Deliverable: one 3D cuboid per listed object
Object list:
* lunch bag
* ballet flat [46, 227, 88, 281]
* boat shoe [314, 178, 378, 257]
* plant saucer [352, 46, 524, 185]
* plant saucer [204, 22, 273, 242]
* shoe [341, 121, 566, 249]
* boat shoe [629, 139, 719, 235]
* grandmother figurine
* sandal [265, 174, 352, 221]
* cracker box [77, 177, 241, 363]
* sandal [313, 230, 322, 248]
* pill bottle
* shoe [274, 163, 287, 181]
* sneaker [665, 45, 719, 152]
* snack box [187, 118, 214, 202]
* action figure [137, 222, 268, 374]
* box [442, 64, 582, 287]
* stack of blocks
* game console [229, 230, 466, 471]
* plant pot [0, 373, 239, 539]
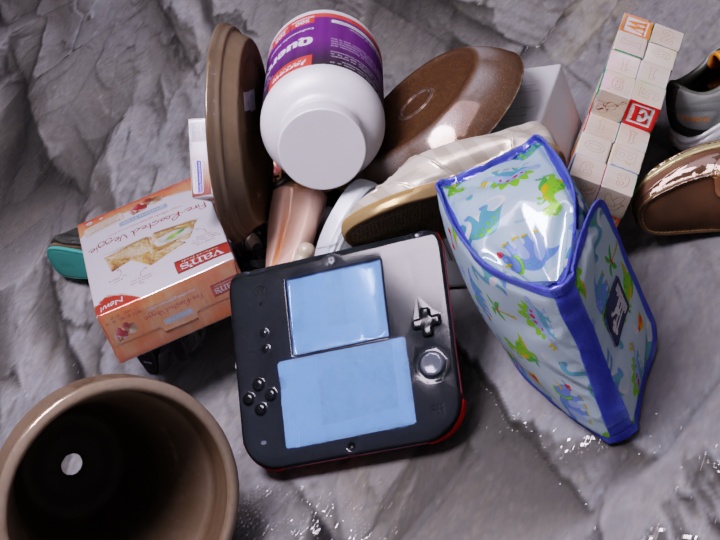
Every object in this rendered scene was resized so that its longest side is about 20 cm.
[{"bbox_3d":[0.155,0.018,1.222,0.127,0.171,0.200,-25,35,6],"label":"lunch bag"},{"bbox_3d":[-0.256,-0.014,1.614,0.068,0.068,0.199,-36,36,-28],"label":"ballet flat"},{"bbox_3d":[-0.004,0.022,1.360,0.071,0.072,0.201,17,91,29],"label":"boat shoe"},{"bbox_3d":[0.061,-0.142,1.423,0.200,0.037,0.201,-36,25,20],"label":"plant saucer"},{"bbox_3d":[-0.108,-0.126,1.416,0.029,0.201,0.201,-2,40,8],"label":"plant saucer"},{"bbox_3d":[0.076,-0.072,1.312,0.199,0.070,0.054,-21,52,8],"label":"shoe"},{"bbox_3d":[0.327,-0.069,1.306,0.199,0.072,0.068,-14,35,13],"label":"boat shoe"},{"bbox_3d":[-0.072,0.011,1.417,0.060,0.121,0.201,14,65,0],"label":"grandmother figurine"},{"bbox_3d":[-0.008,-0.081,1.535,0.199,0.080,0.054,-20,70,-10],"label":"sandal"},{"bbox_3d":[-0.186,-0.007,1.444,0.133,0.058,0.200,-23,30,-4],"label":"cracker box"},{"bbox_3d":[0.001,0.000,1.437,0.080,0.058,0.201,-38,36,-17],"label":"sandal"},{"bbox_3d":[-0.034,-0.153,1.406,0.112,0.113,0.200,-19,28,10],"label":"pill bottle"},{"bbox_3d":[-0.075,-0.103,1.602,0.199,0.072,0.091,-32,30,-15],"label":"shoe"},{"bbox_3d":[0.367,-0.184,1.420,0.199,0.080,0.074,-32,34,-9],"label":"sneaker"},{"bbox_3d":[-0.127,-0.100,1.480,0.024,0.072,0.200,-4,-1,9],"label":"snack box"},{"bbox_3d":[-0.150,0.009,1.519,0.129,0.070,0.200,-5,36,38],"label":"action figure"},{"bbox_3d":[0.123,-0.088,1.437,0.124,0.098,0.201,-4,42,29],"label":"box"},{"bbox_3d":[0.228,-0.122,1.388,0.058,0.116,0.201,20,49,5],"label":"stack of blocks"},{"bbox_3d":[-0.013,0.069,1.301,0.199,0.031,0.178,-12,78,19],"label":"game console"},{"bbox_3d":[-0.219,0.174,1.268,0.200,0.201,0.174,-38,20,-16],"label":"plant pot"}]
